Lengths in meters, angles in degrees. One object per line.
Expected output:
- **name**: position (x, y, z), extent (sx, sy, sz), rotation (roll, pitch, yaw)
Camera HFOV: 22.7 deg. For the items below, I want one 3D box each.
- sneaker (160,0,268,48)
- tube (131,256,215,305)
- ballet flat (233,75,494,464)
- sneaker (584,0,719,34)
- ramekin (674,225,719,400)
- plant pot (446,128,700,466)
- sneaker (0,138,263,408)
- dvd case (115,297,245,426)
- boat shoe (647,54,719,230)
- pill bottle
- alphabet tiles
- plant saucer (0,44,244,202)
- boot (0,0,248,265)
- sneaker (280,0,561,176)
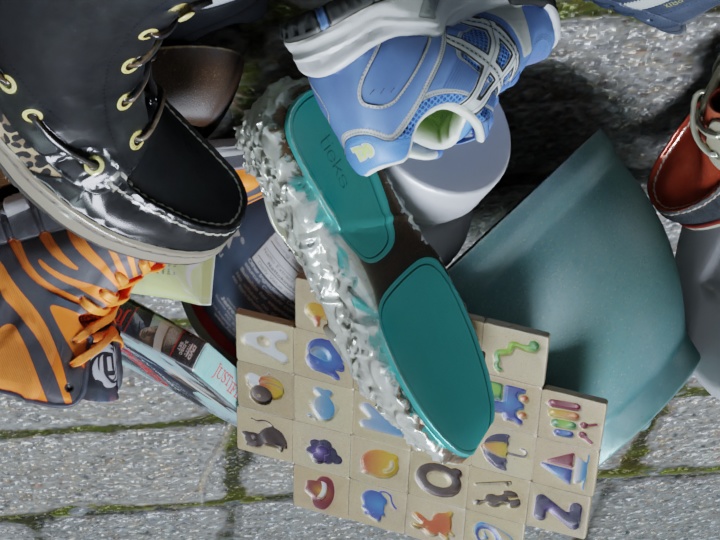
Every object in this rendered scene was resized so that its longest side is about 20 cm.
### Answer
- **sneaker**: position (-0.126, -0.112, 0.835), extent (0.198, 0.072, 0.083), rotation (-16, 152, 16)
- **tube**: position (-0.172, -0.021, 0.973), extent (0.198, 0.052, 0.059), rotation (1, 117, 11)
- **ballet flat**: position (0.000, 0.000, 0.860), extent (0.071, 0.201, 0.072), rotation (-25, -168, 5)
- **sneaker**: position (0.116, -0.143, 0.824), extent (0.198, 0.076, 0.085), rotation (-4, 148, -5)
- **ramekin**: position (0.260, -0.004, 0.999), extent (0.097, 0.202, 0.200), rotation (15, 147, -22)
- **plant pot**: position (0.103, 0.038, 0.997), extent (0.200, 0.134, 0.200), rotation (-43, 179, -1)
- **sneaker**: position (-0.119, 0.005, 0.906), extent (0.198, 0.113, 0.078), rotation (-17, 176, 15)
- **dvd case**: position (-0.136, 0.037, 1.042), extent (0.199, 0.022, 0.146), rotation (24, 167, 29)
- **boat shoe**: position (0.210, -0.090, 0.947), extent (0.062, 0.072, 0.200), rotation (-1, 150, -35)
- **pill bottle**: position (-0.009, -0.032, 0.961), extent (0.119, 0.121, 0.200), rotation (9, 148, -28)
- **alphabet tiles**: position (0.027, 0.081, 0.941), extent (0.198, 0.006, 0.168), rotation (13, 131, 13)
- **plant saucer**: position (-0.149, -0.064, 0.877), extent (0.198, 0.032, 0.200), rotation (-15, 176, -1)
- **boot**: position (-0.089, -0.092, 0.718), extent (0.150, 0.074, 0.200), rotation (-31, 123, 34)
- **sneaker**: position (0.035, -0.093, 0.843), extent (0.075, 0.078, 0.199), rotation (-17, -179, 37)
